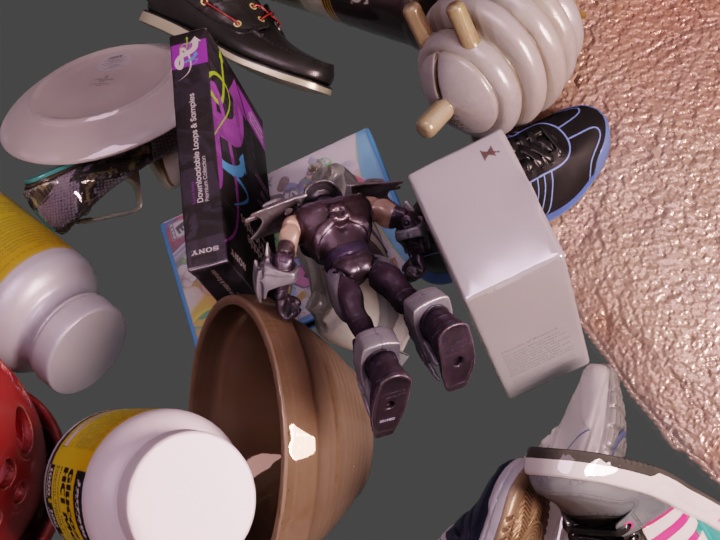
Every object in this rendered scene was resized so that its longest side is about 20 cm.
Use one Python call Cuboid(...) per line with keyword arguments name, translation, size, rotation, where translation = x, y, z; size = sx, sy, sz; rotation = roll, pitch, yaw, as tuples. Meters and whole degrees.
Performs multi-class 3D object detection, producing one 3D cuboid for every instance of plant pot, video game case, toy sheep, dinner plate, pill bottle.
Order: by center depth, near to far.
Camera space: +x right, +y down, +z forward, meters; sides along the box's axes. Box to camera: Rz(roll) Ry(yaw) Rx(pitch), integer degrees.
Cuboid(name="pill bottle", translation=(-0.145, 0.151, 0.793), size=(0.111, 0.199, 0.114), rotation=(4, 82, -25))
Cuboid(name="plant pot", translation=(-0.052, 0.119, 0.834), size=(0.091, 0.201, 0.203), rotation=(0, 60, -27))
Cuboid(name="plant pot", translation=(-0.328, 0.146, 0.873), size=(0.197, 0.183, 0.203), rotation=(-6, 66, 14))
Cuboid(name="toy sheep", translation=(0.104, -0.175, 0.914), size=(0.137, 0.139, 0.200), rotation=(35, 67, 26))
Cuboid(name="video game case", translation=(-0.059, -0.018, 0.959), size=(0.198, 0.018, 0.145), rotation=(-24, 62, 5))
Cuboid(name="pill bottle", translation=(-0.288, 0.013, 0.959), size=(0.199, 0.112, 0.112), rotation=(34, 80, 26))
Cuboid(name="dinner plate", translation=(-0.222, -0.156, 1.011), size=(0.197, 0.025, 0.201), rotation=(-9, 36, 6))

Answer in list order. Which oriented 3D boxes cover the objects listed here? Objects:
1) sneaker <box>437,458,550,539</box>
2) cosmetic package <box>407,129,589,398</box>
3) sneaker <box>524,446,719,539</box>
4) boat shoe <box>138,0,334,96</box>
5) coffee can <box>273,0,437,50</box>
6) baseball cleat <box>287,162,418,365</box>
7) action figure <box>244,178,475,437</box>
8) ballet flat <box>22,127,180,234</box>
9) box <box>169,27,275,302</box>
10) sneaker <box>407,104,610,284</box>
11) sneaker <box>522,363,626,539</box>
Cuboid(name="sneaker", translation=(0.051, 0.198, 0.765), size=(0.108, 0.070, 0.203), rotation=(27, 113, 35))
Cuboid(name="cosmetic package", translation=(0.100, 0.004, 0.802), size=(0.070, 0.200, 0.102), rotation=(-24, 62, 4))
Cuboid(name="sneaker", translation=(0.162, 0.188, 0.720), size=(0.083, 0.199, 0.122), rotation=(-5, 64, 49))
Cuboid(name="boat shoe", translation=(-0.104, -0.210, 1.015), size=(0.200, 0.074, 0.064), rotation=(29, 96, 22))
Cuboid(name="coffee can", translation=(-0.005, -0.284, 0.987), size=(0.198, 0.147, 0.148), rotation=(22, 75, 24))
Cuboid(name="baseball cleat", translation=(0.000, 0.000, 0.892), size=(0.070, 0.106, 0.201), rotation=(-43, 31, 28))
Cuboid(name="action figure", translation=(-0.002, 0.005, 0.760), size=(0.129, 0.070, 0.201), rotation=(-21, 48, -10))
Cuboid(name="ballet flat", translation=(-0.192, -0.091, 1.000), size=(0.199, 0.073, 0.072), rotation=(-33, 61, -25))
Cuboid(name="box", translation=(-0.102, -0.064, 0.902), size=(0.036, 0.143, 0.203), rotation=(-11, 65, 9))
Cuboid(name="sneaker", translation=(0.117, -0.070, 0.891), size=(0.199, 0.078, 0.070), rotation=(-40, 66, -11))
Cuboid(name="sneaker", translation=(0.130, 0.154, 0.803), size=(0.086, 0.075, 0.202), rotation=(14, 71, 26))
